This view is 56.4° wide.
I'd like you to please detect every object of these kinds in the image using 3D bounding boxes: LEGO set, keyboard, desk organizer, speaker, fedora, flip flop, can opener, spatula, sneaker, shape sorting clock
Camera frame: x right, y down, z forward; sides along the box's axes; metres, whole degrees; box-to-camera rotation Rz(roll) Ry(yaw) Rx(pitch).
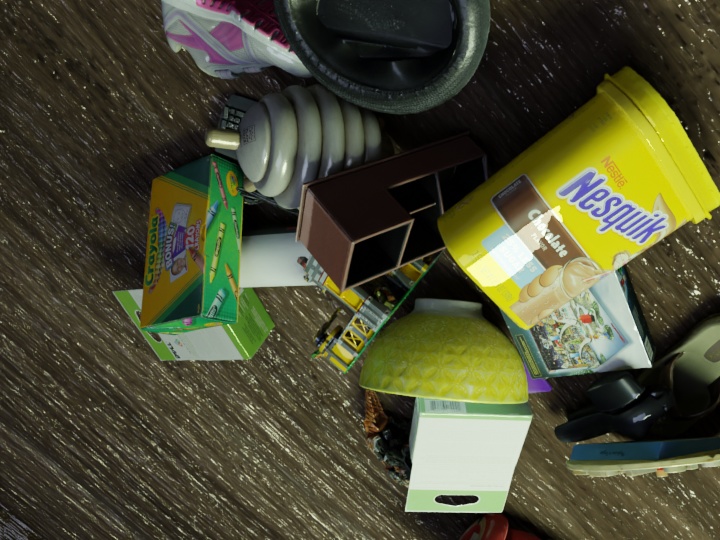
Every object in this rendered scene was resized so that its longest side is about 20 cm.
[{"bbox_3d":[0.000,0.000,0.737,0.116,0.200,0.154,39,149,5],"label":"LEGO set"},{"bbox_3d":[-0.081,-0.116,0.779,0.199,0.021,0.128,22,120,13],"label":"keyboard"},{"bbox_3d":[0.044,-0.059,0.638,0.077,0.199,0.072,50,146,28],"label":"desk organizer"},{"bbox_3d":[-0.102,-0.019,0.850,0.199,0.081,0.082,-2,126,32],"label":"speaker"},{"bbox_3d":[0.025,-0.238,0.584,0.200,0.092,0.201,18,133,20],"label":"fedora"},{"bbox_3d":[0.358,0.123,0.721,0.081,0.058,0.200,27,139,8],"label":"flip flop"},{"bbox_3d":[0.287,0.164,0.778,0.079,0.063,0.200,59,161,16],"label":"can opener"},{"bbox_3d":[0.249,0.109,0.800,0.057,0.021,0.200,46,134,-13],"label":"spatula"},{"bbox_3d":[-0.120,-0.237,0.684,0.199,0.081,0.088,30,137,16],"label":"sneaker"},{"bbox_3d":[0.330,0.207,0.742,0.199,0.039,0.200,-3,166,-1],"label":"shape sorting clock"}]

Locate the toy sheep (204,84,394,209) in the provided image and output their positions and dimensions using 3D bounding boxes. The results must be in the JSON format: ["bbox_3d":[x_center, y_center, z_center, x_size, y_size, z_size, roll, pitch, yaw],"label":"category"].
[{"bbox_3d":[-0.054,-0.118,0.661,0.138,0.199,0.139,16,108,61],"label":"toy sheep"}]

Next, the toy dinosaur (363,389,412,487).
[{"bbox_3d":[0.050,0.261,0.998,0.135,0.103,0.200,8,154,46],"label":"toy dinosaur"}]

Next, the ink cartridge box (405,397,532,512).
[{"bbox_3d":[0.137,0.245,0.900,0.145,0.048,0.201,2,127,-3],"label":"ink cartridge box"}]

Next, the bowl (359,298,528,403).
[{"bbox_3d":[0.100,0.089,0.790,0.199,0.200,0.108,3,85,27],"label":"bowl"}]

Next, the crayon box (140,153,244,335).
[{"bbox_3d":[-0.207,-0.028,0.829,0.118,0.201,0.058,-13,160,36],"label":"crayon box"}]

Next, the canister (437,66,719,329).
[{"bbox_3d":[0.185,-0.052,0.585,0.200,0.087,0.148,-38,124,18],"label":"canister"}]

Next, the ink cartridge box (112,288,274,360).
[{"bbox_3d":[-0.252,0.058,1.005,0.199,0.076,0.148,-6,124,35],"label":"ink cartridge box"}]

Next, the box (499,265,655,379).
[{"bbox_3d":[0.215,0.021,0.719,0.136,0.038,0.201,-13,113,37],"label":"box"}]

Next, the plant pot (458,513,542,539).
[{"bbox_3d":[0.222,0.487,1.017,0.182,0.200,0.201,36,136,9],"label":"plant pot"}]
